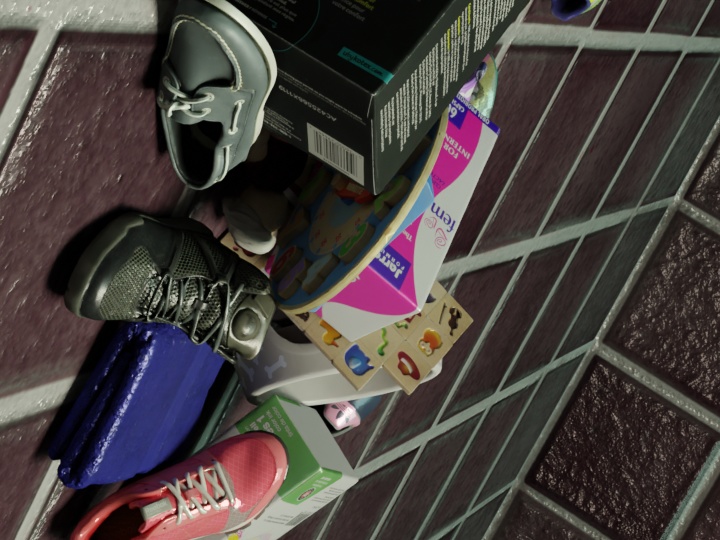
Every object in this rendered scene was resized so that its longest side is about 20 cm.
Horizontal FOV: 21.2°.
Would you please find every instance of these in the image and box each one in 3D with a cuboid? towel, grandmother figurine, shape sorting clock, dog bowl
[{"bbox_3d":[-0.169,0.094,1.520,0.149,0.049,0.200,-64,166,8],"label":"towel"},{"bbox_3d":[-0.055,-0.104,1.473,0.121,0.060,0.202,-14,132,-57],"label":"grandmother figurine"},{"bbox_3d":[-0.005,-0.056,1.413,0.200,0.039,0.201,-41,-156,23],"label":"shape sorting clock"},{"bbox_3d":[-0.018,0.075,1.684,0.200,0.198,0.059,44,36,-74],"label":"dog bowl"}]

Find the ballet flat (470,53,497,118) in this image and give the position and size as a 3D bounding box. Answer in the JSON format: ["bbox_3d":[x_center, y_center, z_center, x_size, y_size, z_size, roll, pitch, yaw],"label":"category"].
[{"bbox_3d":[0.071,-0.121,1.835,0.071,0.069,0.201,-12,136,-42],"label":"ballet flat"}]

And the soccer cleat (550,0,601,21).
[{"bbox_3d":[0.220,-0.314,1.913,0.084,0.065,0.200,-47,162,-12],"label":"soccer cleat"}]

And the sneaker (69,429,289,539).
[{"bbox_3d":[-0.148,0.195,1.572,0.199,0.074,0.087,-27,172,2],"label":"sneaker"}]

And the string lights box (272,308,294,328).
[{"bbox_3d":[-0.015,0.024,1.741,0.200,0.102,0.060,44,35,-74],"label":"string lights box"}]

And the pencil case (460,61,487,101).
[{"bbox_3d":[0.042,-0.118,1.714,0.086,0.083,0.201,-76,-174,-53],"label":"pencil case"}]

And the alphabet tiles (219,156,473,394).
[{"bbox_3d":[0.000,0.000,1.597,0.167,0.200,0.008,-46,-175,-36],"label":"alphabet tiles"}]

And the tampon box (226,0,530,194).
[{"bbox_3d":[0.008,-0.189,1.325,0.200,0.149,0.127,-51,162,-23],"label":"tampon box"}]

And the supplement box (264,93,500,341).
[{"bbox_3d":[0.019,-0.058,1.561,0.103,0.101,0.201,-23,-145,51],"label":"supplement box"}]

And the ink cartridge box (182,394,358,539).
[{"bbox_3d":[-0.116,0.206,1.704,0.199,0.084,0.145,-36,165,5],"label":"ink cartridge box"}]

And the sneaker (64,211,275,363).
[{"bbox_3d":[-0.127,0.014,1.369,0.077,0.114,0.199,-63,162,11],"label":"sneaker"}]

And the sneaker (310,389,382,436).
[{"bbox_3d":[-0.046,0.134,1.856,0.082,0.070,0.200,-48,-175,-29],"label":"sneaker"}]

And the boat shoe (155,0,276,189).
[{"bbox_3d":[-0.101,-0.116,1.274,0.062,0.072,0.200,-56,170,-20],"label":"boat shoe"}]
